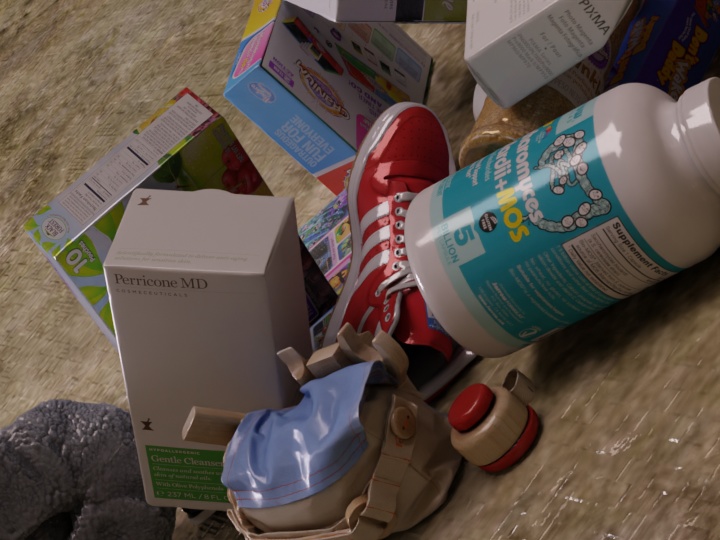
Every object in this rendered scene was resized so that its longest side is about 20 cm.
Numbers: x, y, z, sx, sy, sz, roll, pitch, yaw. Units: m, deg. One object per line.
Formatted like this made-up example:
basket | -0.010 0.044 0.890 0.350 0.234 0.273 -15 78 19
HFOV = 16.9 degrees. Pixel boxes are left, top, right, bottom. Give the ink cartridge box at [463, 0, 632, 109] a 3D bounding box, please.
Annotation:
ink cartridge box | 0.153 -0.201 1.457 0.200 0.057 0.163 -28 29 22

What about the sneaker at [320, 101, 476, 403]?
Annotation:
sneaker | 0.035 -0.007 1.539 0.112 0.071 0.200 10 90 64

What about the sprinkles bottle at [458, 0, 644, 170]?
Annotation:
sprinkles bottle | 0.124 -0.128 1.520 0.068 0.068 0.200 -24 31 46

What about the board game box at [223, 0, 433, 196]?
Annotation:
board game box | -0.021 -0.149 1.852 0.040 0.153 0.200 -37 22 30

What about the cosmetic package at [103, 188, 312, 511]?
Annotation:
cosmetic package | -0.090 0.052 1.532 0.108 0.200 0.085 2 39 13

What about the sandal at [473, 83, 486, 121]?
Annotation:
sandal | 0.149 -0.181 1.721 0.203 0.050 0.082 -61 30 2

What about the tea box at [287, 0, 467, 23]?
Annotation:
tea box | 0.054 -0.287 1.773 0.134 0.197 0.200 -146 58 -64

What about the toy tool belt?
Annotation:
toy tool belt | -0.006 0.093 1.427 0.200 0.123 0.125 -30 27 39

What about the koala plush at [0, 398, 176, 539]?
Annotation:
koala plush | -0.226 0.174 1.660 0.184 0.177 0.200 -54 14 -15

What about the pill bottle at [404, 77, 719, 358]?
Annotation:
pill bottle | 0.132 -0.036 1.389 0.200 0.111 0.111 -28 27 27

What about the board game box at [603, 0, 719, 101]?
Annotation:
board game box | 0.157 -0.110 1.582 0.134 0.045 0.200 -18 36 52

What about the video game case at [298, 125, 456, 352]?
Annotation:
video game case | 0.000 0.000 1.704 0.182 0.024 0.200 -41 27 19

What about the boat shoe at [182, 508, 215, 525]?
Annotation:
boat shoe | -0.105 0.096 1.704 0.074 0.060 0.200 -35 24 31

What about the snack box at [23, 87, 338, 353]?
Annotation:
snack box | -0.114 -0.004 1.603 0.142 0.200 0.053 -41 45 -8
